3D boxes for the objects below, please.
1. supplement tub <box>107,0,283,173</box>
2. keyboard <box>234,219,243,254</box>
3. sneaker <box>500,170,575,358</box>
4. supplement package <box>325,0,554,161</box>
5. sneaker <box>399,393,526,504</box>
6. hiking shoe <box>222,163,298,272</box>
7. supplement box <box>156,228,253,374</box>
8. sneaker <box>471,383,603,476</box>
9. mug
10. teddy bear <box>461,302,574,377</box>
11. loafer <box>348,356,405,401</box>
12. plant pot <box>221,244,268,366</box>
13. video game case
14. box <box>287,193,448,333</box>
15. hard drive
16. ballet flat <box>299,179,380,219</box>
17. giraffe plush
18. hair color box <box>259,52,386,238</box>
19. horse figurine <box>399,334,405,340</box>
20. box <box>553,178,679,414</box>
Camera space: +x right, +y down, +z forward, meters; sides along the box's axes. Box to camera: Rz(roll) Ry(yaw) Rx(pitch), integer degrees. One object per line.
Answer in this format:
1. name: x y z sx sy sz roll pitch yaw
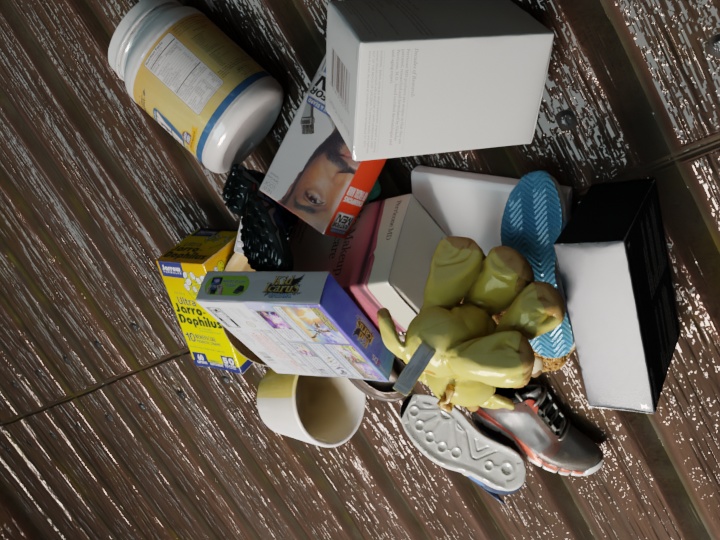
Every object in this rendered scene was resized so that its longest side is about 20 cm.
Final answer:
1. supplement tub: -0.213 -0.244 0.937 0.199 0.145 0.145 41 134 4
2. keyboard: -0.094 -0.034 1.054 0.195 0.011 0.058 13 95 18
3. sneaker: 0.212 -0.011 0.816 0.075 0.080 0.206 -4 98 37
4. supplement package: 0.072 -0.196 0.719 0.118 0.194 0.120 -116 24 -50
5. sneaker: 0.145 0.253 1.035 0.197 0.082 0.147 29 169 13
6. hiking shoe: -0.109 -0.066 0.911 0.075 0.085 0.202 -61 39 33
7. supplement box: -0.229 0.048 1.169 0.106 0.110 0.205 4 121 32
8. sneaker: 0.240 0.200 0.973 0.196 0.077 0.084 27 125 17
9. mug: -0.090 0.187 1.172 0.147 0.192 0.151 19 159 -36
10. teddy bear: 0.174 0.073 0.916 0.199 0.067 0.145 41 135 -9
11. loafer: -0.007 0.120 1.075 0.198 0.074 0.071 35 159 10
12. plant pot: -0.119 0.040 1.071 0.194 0.027 0.206 -3 79 16
13. video game case: -0.074 0.070 0.886 0.177 0.046 0.201 1 149 29
14. box: 0.000 0.000 0.907 0.196 0.131 0.109 -9 142 38
15. hard drive: 0.158 -0.052 0.890 0.195 0.027 0.135 12 126 27
16. ballet flat: -0.044 -0.081 0.985 0.071 0.068 0.198 48 135 -12
17. giraffe plush: 0.120 0.089 0.793 0.173 0.199 0.163 46 169 32
18. hair color box: -0.024 -0.155 0.846 0.110 0.064 0.204 32 101 23
19. horse figurine: 0.074 0.061 1.009 0.131 0.050 0.202 -26 103 43
20. box: 0.282 0.027 0.778 0.077 0.141 0.204 -3 118 34
